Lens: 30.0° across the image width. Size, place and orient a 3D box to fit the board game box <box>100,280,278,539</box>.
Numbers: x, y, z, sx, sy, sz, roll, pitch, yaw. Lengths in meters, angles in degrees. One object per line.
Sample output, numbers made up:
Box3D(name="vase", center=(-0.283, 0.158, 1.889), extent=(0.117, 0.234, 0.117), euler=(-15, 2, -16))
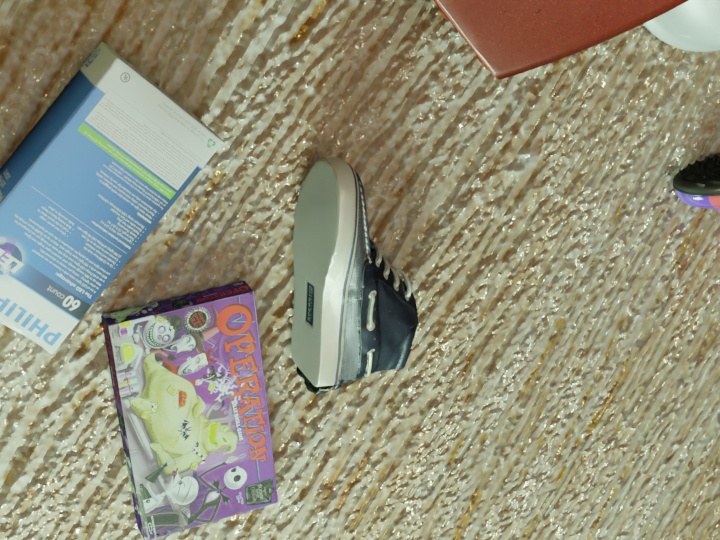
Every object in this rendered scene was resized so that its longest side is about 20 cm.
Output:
Box3D(name="board game box", center=(-0.135, 0.115, 1.085), extent=(0.120, 0.032, 0.201), euler=(-16, 117, -22))

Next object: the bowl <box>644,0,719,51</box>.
Box3D(name="bowl", center=(0.319, -0.267, 1.088), extent=(0.200, 0.090, 0.202), euler=(-9, 114, -20))

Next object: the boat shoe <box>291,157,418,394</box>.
Box3D(name="boat shoe", center=(0.000, 0.000, 1.076), extent=(0.092, 0.075, 0.201), euler=(-9, 122, -28))

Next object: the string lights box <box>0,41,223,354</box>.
Box3D(name="string lights box", center=(-0.204, -0.051, 0.964), extent=(0.103, 0.059, 0.200), euler=(38, 93, -31))

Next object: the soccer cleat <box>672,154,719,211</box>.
Box3D(name="soccer cleat", center=(0.368, -0.066, 1.210), extent=(0.199, 0.068, 0.073), euler=(-8, 118, -24))

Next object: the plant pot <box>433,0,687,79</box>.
Box3D(name="plant pot", center=(0.111, -0.258, 0.951), extent=(0.176, 0.200, 0.200), euler=(-38, 122, 10))
